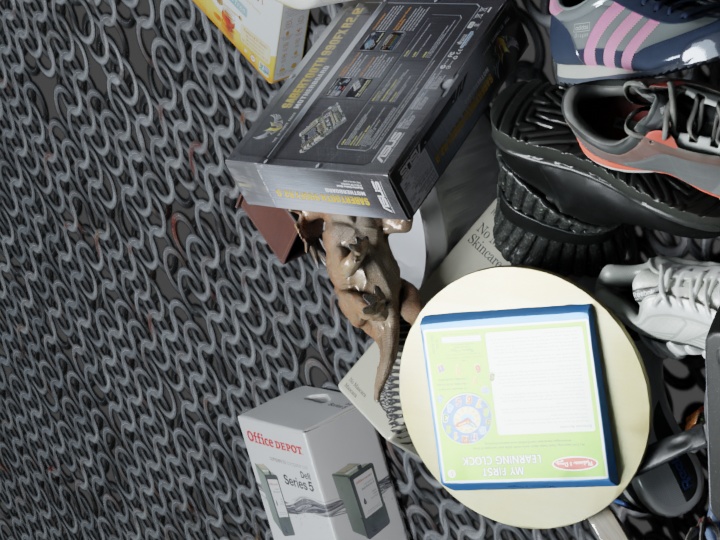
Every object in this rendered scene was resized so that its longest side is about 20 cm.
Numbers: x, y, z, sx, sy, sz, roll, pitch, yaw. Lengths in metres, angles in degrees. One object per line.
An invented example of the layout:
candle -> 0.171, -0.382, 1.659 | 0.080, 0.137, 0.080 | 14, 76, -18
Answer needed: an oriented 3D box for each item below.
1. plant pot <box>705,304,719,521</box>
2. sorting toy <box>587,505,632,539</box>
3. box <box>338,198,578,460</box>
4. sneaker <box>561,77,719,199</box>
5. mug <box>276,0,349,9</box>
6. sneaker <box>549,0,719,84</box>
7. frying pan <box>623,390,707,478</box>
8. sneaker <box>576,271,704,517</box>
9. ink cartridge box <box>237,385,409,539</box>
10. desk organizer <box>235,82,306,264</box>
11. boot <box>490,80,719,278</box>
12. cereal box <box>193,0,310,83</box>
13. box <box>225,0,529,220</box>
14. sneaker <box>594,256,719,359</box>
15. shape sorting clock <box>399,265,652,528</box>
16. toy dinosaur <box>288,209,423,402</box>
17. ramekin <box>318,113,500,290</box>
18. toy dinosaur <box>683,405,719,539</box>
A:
plant pot -> 0.310, 0.072, 1.244 | 0.199, 0.177, 0.200 | 18, 126, 37
sorting toy -> 0.220, 0.291, 1.618 | 0.200, 0.070, 0.199 | 59, -177, 14
box -> 0.081, 0.048, 1.648 | 0.082, 0.200, 0.068 | 43, -174, 40
sneaker -> 0.219, -0.089, 1.359 | 0.200, 0.082, 0.077 | 6, 82, 30
mug -> -0.018, -0.261, 1.634 | 0.149, 0.153, 0.187 | 48, 147, 29
sneaker -> 0.194, -0.174, 1.422 | 0.200, 0.070, 0.082 | 1, 105, 55
frying pan -> 0.268, 0.117, 1.466 | 0.190, 0.031, 0.115 | -54, 43, 24
sneaker -> 0.192, 0.097, 1.622 | 0.112, 0.073, 0.200 | 158, 95, -70
ink cartridge box -> -0.032, 0.227, 2.088 | 0.145, 0.084, 0.200 | 5, 115, 59
desk organizer -> -0.043, -0.095, 1.886 | 0.077, 0.072, 0.200 | 54, 150, 18
boot -> 0.188, -0.044, 1.508 | 0.211, 0.079, 0.158 | 26, 148, 26
cereal box -> -0.095, -0.287, 1.866 | 0.144, 0.040, 0.200 | 48, 147, 31
box -> 0.014, -0.127, 1.587 | 0.158, 0.200, 0.048 | 6, 139, 38
sneaker -> 0.240, 0.025, 1.455 | 0.081, 0.075, 0.200 | 29, 164, -28
shape sorting clock -> 0.120, 0.094, 1.539 | 0.200, 0.039, 0.200 | 5, 101, 28
toy dinosaur -> 0.000, 0.000, 1.629 | 0.136, 0.086, 0.200 | -12, 92, 62
ramekin -> 0.037, -0.071, 1.729 | 0.200, 0.105, 0.200 | 38, 140, 41
toy dinosaur -> 0.272, 0.194, 1.547 | 0.200, 0.105, 0.182 | 118, 145, -70
